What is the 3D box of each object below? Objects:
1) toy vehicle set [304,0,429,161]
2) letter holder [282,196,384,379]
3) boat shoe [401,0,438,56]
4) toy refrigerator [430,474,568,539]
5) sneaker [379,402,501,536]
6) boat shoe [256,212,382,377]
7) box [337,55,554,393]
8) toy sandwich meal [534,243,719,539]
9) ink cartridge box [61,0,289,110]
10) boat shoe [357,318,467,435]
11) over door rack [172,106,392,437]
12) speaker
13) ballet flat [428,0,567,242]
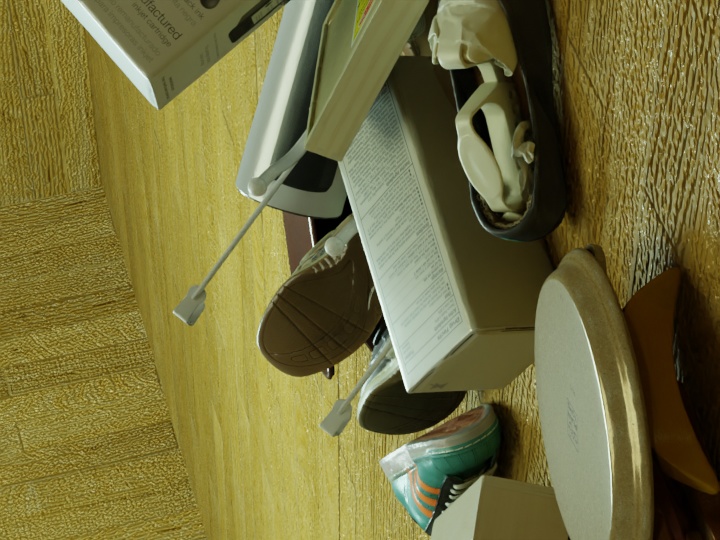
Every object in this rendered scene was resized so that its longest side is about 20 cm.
[{"bbox_3d":[0.017,-0.177,1.506,0.200,0.026,0.124,120,164,-44],"label":"toy vehicle set"},{"bbox_3d":[0.008,-0.017,1.833,0.142,0.100,0.200,-129,29,-64],"label":"letter holder"},{"bbox_3d":[0.024,-0.191,1.641,0.074,0.066,0.200,-147,46,-75],"label":"boat shoe"},{"bbox_3d":[0.093,0.198,1.667,0.200,0.070,0.076,116,165,-73],"label":"toy refrigerator"},{"bbox_3d":[0.072,0.152,1.791,0.080,0.071,0.200,62,165,5],"label":"sneaker"},{"bbox_3d":[0.000,0.000,1.766,0.073,0.200,0.063,42,-151,-3],"label":"boat shoe"},{"bbox_3d":[0.055,-0.030,1.557,0.095,0.078,0.200,-45,54,50],"label":"box"},{"bbox_3d":[0.149,0.084,1.311,0.205,0.070,0.206,172,90,-82],"label":"toy sandwich meal"},{"bbox_3d":[-0.101,-0.225,1.549,0.145,0.200,0.083,48,173,7],"label":"ink cartridge box"},{"bbox_3d":[0.047,0.052,1.773,0.201,0.072,0.066,117,155,-55],"label":"boat shoe"},{"bbox_3d":[-0.024,0.001,1.669,0.148,0.200,0.067,38,-163,9],"label":"over door rack"},{"bbox_3d":[-0.025,-0.143,1.723,0.081,0.081,0.200,-128,53,-67],"label":"speaker"},{"bbox_3d":[0.078,-0.110,1.427,0.073,0.073,0.200,-143,41,-74],"label":"ballet flat"}]
